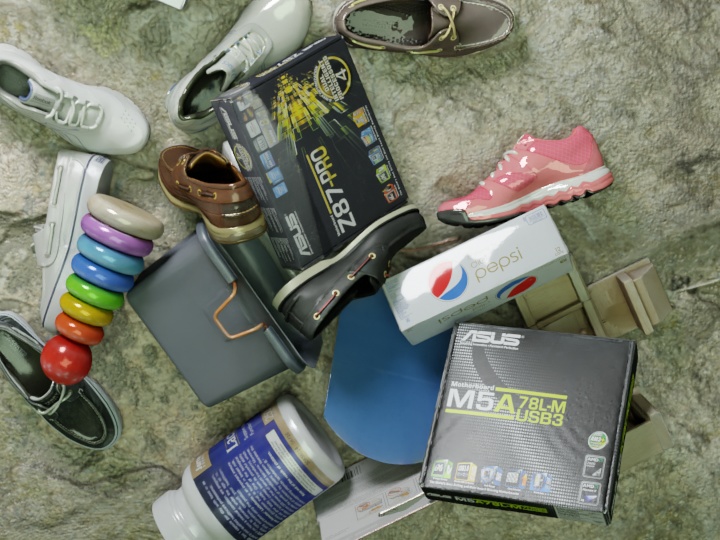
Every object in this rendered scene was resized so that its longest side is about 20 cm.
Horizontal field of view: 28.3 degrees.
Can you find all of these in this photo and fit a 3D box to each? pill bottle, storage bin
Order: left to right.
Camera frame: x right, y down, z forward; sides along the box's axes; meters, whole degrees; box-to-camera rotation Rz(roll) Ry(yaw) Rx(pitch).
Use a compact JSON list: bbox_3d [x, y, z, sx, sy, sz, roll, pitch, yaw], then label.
[{"bbox_3d":[-0.153,0.049,1.548,0.134,0.146,0.200,-32,103,13],"label":"storage bin"},{"bbox_3d":[-0.126,0.239,1.595,0.200,0.116,0.116,-37,103,3],"label":"pill bottle"}]

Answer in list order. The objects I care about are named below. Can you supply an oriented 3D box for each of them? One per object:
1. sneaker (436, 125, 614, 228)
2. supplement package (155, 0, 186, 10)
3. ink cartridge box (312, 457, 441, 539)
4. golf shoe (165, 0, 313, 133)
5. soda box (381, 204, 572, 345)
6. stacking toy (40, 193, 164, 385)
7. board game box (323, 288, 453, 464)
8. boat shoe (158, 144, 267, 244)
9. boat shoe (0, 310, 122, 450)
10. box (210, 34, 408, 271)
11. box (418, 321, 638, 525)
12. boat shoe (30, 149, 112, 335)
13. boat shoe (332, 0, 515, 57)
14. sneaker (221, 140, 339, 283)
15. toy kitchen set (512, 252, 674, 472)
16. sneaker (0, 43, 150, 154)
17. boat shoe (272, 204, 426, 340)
[{"bbox_3d":[0.174,-0.103,1.578,0.199,0.074,0.087,-16,88,-3],"label":"sneaker"},{"bbox_3d":[-0.254,-0.353,1.456,0.199,0.114,0.110,21,99,-8],"label":"supplement package"},{"bbox_3d":[0.047,0.247,1.578,0.199,0.176,0.045,-26,108,2],"label":"ink cartridge box"},{"bbox_3d":[-0.123,-0.219,1.505,0.078,0.097,0.200,42,95,-10],"label":"golf shoe"},{"bbox_3d":[0.128,0.006,1.556,0.199,0.068,0.064,-25,69,5],"label":"soda box"},{"bbox_3d":[-0.282,0.025,1.502,0.085,0.085,0.201,24,96,-9],"label":"stacking toy"},{"bbox_3d":[0.037,0.121,1.601,0.157,0.039,0.201,14,70,-15],"label":"board game box"},{"bbox_3d":[-0.156,-0.096,1.481,0.072,0.200,0.068,-20,122,-22],"label":"boat shoe"},{"bbox_3d":[-0.346,0.131,1.577,0.072,0.071,0.200,-44,103,6],"label":"boat shoe"},{"bbox_3d":[-0.051,-0.125,1.512,0.161,0.049,0.201,-32,111,-28],"label":"box"},{"bbox_3d":[0.176,0.155,1.482,0.199,0.048,0.194,6,64,19],"label":"box"},{"bbox_3d":[-0.324,-0.032,1.545,0.065,0.072,0.201,16,104,3],"label":"boat shoe"},{"bbox_3d":[0.071,-0.264,1.528,0.199,0.060,0.072,1,102,-5],"label":"boat shoe"},{"bbox_3d":[-0.078,-0.068,1.564,0.088,0.075,0.201,-34,107,-11],"label":"sneaker"},{"bbox_3d":[0.282,0.078,1.559,0.162,0.180,0.201,-26,102,1],"label":"toy kitchen set"},{"bbox_3d":[-0.317,-0.172,1.505,0.199,0.087,0.075,22,98,-10],"label":"sneaker"},{"bbox_3d":[0.000,0.001,1.528,0.201,0.074,0.063,-37,74,-27],"label":"boat shoe"}]
